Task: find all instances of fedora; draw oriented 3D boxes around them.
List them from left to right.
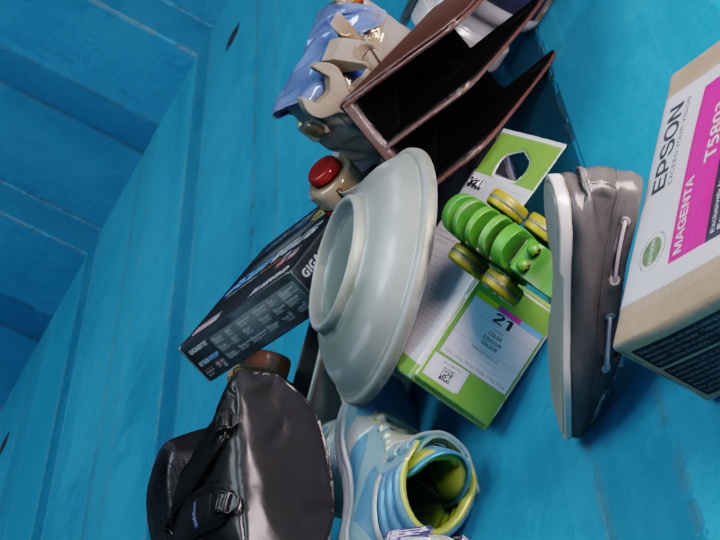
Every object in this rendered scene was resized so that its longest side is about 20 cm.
[{"bbox_3d":[-0.139,0.216,1.550,0.200,0.091,0.203,174,90,-68],"label":"fedora"}]

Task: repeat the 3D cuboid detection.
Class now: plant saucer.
[{"bbox_3d":[0.000,0.000,1.310,0.200,0.050,0.202,-166,90,-76],"label":"plant saucer"}]

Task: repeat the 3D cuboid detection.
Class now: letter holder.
[{"bbox_3d":[0.098,-0.173,1.404,0.142,0.101,0.200,-34,10,38],"label":"letter holder"}]

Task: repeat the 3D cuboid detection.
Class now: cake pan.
[{"bbox_3d":[-0.037,0.106,1.547,0.200,0.036,0.203,-166,90,-84],"label":"cake pan"}]

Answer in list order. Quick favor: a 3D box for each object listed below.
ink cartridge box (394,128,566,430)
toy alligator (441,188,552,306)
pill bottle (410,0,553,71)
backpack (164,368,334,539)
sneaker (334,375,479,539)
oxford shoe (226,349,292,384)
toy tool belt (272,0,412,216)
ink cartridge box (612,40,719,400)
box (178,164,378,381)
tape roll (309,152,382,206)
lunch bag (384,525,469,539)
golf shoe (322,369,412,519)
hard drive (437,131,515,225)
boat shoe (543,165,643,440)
[{"bbox_3d":[0.100,0.002,1.291,0.201,0.075,0.148,-56,16,0],"label":"ink cartridge box"},{"bbox_3d":[0.109,-0.010,1.157,0.060,0.054,0.200,-53,44,1],"label":"toy alligator"},{"bbox_3d":[0.133,-0.286,1.535,0.201,0.115,0.116,-58,17,23],"label":"pill bottle"},{"bbox_3d":[-0.088,0.194,1.350,0.200,0.152,0.165,-42,46,44],"label":"backpack"},{"bbox_3d":[0.039,0.136,1.275,0.131,0.079,0.202,-52,30,42],"label":"sneaker"},{"bbox_3d":[-0.102,0.133,1.671,0.200,0.070,0.074,86,-168,-73],"label":"oxford shoe"},{"bbox_3d":[-0.025,-0.158,1.477,0.124,0.123,0.201,-14,43,42],"label":"toy tool belt"},{"bbox_3d":[0.229,-0.049,0.956,0.165,0.075,0.202,-37,33,56],"label":"ink cartridge box"},{"bbox_3d":[-0.061,0.004,1.543,0.200,0.046,0.159,-33,15,49],"label":"box"},{"bbox_3d":[0.035,-0.130,1.629,0.201,0.066,0.200,-52,8,10],"label":"tape roll"},{"bbox_3d":[0.010,0.276,1.069,0.167,0.139,0.201,-33,32,32],"label":"lunch bag"},{"bbox_3d":[0.018,0.113,1.419,0.097,0.078,0.202,24,94,57],"label":"golf shoe"},{"bbox_3d":[0.063,-0.028,1.501,0.201,0.042,0.135,-58,17,23],"label":"hard drive"},{"bbox_3d":[0.146,0.025,1.062,0.067,0.056,0.202,-98,2,-53],"label":"boat shoe"}]
